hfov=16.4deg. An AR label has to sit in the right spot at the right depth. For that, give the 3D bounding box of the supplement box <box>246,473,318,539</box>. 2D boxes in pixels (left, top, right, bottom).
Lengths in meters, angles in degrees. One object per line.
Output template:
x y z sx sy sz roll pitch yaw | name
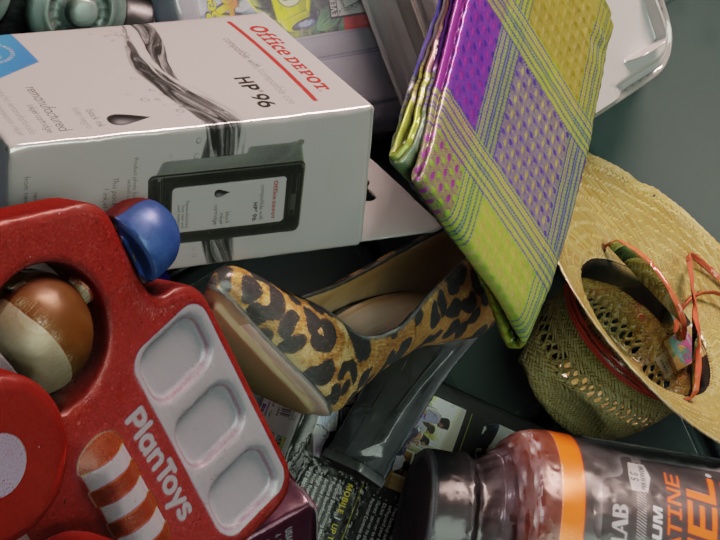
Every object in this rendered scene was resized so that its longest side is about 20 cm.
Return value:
-0.135 0.128 1.092 0.200 0.131 0.103 -27 148 -20 | supplement box

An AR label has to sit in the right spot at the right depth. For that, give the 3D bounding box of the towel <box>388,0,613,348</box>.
0.066 -0.083 1.113 0.144 0.023 0.200 52 43 -46 | towel

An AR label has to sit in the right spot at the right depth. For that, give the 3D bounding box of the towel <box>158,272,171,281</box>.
-0.181 0.034 1.067 0.200 0.148 0.050 -24 118 -20 | towel

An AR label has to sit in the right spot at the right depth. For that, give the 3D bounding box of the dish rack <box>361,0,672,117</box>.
0.076 -0.154 1.209 0.171 0.043 0.200 -33 112 -33 | dish rack

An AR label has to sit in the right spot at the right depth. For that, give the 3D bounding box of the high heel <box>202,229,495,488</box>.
0.000 0.000 1.107 0.143 0.071 0.200 -60 149 -11 | high heel

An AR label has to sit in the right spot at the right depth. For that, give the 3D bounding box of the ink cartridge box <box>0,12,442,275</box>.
-0.073 -0.056 1.056 0.200 0.116 0.068 -8 119 -25 | ink cartridge box

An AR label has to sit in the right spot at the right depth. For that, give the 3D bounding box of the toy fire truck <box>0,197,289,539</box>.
-0.119 0.059 0.967 0.168 0.112 0.200 -44 126 -30 | toy fire truck

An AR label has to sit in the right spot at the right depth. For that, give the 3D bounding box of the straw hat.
0.128 0.040 1.241 0.201 0.201 0.085 37 119 -23 | straw hat

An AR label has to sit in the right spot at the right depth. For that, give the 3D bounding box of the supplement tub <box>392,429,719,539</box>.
0.119 0.133 1.172 0.199 0.107 0.107 9 90 -12 | supplement tub

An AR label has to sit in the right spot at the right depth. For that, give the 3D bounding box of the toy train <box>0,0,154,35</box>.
-0.189 -0.096 1.094 0.200 0.085 0.114 8 104 -28 | toy train

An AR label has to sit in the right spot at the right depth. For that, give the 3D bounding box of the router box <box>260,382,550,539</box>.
0.001 0.147 1.213 0.149 0.051 0.200 25 82 -25 | router box

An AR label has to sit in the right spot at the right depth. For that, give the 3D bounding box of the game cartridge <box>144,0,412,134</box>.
-0.045 -0.154 1.165 0.133 0.041 0.201 -13 100 -32 | game cartridge
